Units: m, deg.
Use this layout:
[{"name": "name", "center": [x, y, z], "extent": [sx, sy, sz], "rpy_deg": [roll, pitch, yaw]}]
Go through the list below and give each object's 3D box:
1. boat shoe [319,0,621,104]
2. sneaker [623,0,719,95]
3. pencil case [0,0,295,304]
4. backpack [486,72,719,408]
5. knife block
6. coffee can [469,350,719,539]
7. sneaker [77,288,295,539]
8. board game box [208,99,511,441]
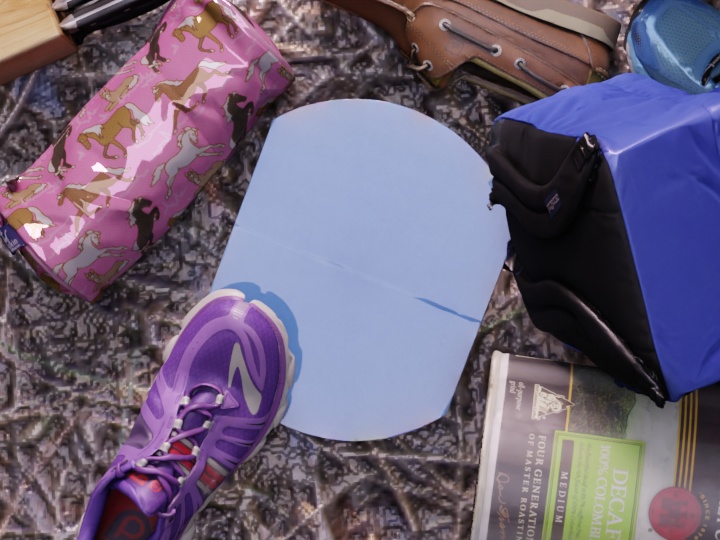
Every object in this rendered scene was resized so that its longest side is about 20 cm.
[{"name": "boat shoe", "center": [0.052, -0.141, 1.566], "extent": [0.199, 0.072, 0.068], "rpy_deg": [16, 86, 3]}, {"name": "sneaker", "center": [0.244, -0.099, 1.540], "extent": [0.200, 0.090, 0.079], "rpy_deg": [38, 73, 2]}, {"name": "pencil case", "center": [-0.129, -0.077, 1.566], "extent": [0.200, 0.083, 0.087], "rpy_deg": [-47, 130, -1]}, {"name": "backpack", "center": [0.168, -0.025, 1.474], "extent": [0.167, 0.200, 0.164], "rpy_deg": [-15, 103, -19]}, {"name": "knife block", "center": [-0.207, -0.143, 1.578], "extent": [0.175, 0.064, 0.201], "rpy_deg": [22, 87, 6]}, {"name": "coffee can", "center": [0.164, 0.130, 1.508], "extent": [0.199, 0.146, 0.147], "rpy_deg": [7, 87, 3]}, {"name": "sneaker", "center": [-0.104, 0.107, 1.535], "extent": [0.080, 0.083, 0.201], "rpy_deg": [28, 100, 4]}, {"name": "board game box", "center": [0.000, 0.000, 1.578], "extent": [0.157, 0.039, 0.201], "rpy_deg": [21, 95, 3]}]
